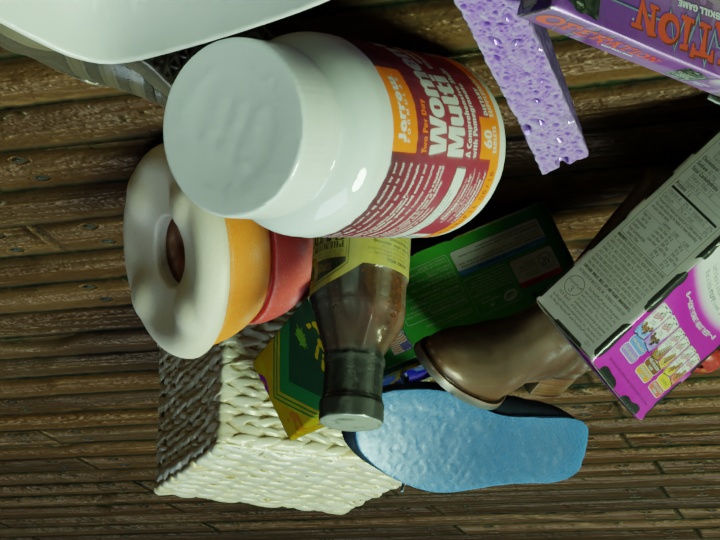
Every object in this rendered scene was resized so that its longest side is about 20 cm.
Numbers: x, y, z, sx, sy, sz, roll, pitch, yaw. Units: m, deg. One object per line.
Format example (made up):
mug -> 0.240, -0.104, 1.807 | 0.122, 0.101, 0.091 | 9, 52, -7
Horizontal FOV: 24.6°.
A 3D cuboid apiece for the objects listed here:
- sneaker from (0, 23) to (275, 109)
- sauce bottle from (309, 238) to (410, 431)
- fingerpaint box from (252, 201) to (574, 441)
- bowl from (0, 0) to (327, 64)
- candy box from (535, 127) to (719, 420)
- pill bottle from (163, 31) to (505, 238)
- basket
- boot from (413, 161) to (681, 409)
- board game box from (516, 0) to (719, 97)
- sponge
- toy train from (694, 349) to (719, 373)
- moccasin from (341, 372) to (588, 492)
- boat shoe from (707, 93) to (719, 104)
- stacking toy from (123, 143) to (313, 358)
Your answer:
sneaker -> -0.131, -0.133, 0.928 | 0.199, 0.071, 0.075 | 22, 172, -34
sauce bottle -> 0.000, 0.000, 1.048 | 0.066, 0.201, 0.066 | 3, 158, 1
fingerpaint box -> 0.040, 0.041, 1.212 | 0.199, 0.074, 0.167 | -22, 169, -24
bowl -> -0.118, -0.181, 0.758 | 0.199, 0.075, 0.200 | -12, 156, 34
candy box -> 0.216, -0.009, 1.039 | 0.200, 0.061, 0.136 | -42, 150, 2
pill bottle -> -0.011, -0.073, 0.907 | 0.109, 0.110, 0.200 | -11, 175, 32
basket -> -0.059, 0.106, 1.402 | 0.199, 0.162, 0.198 | 9, 158, -22
boot -> 0.144, 0.000, 1.081 | 0.200, 0.064, 0.186 | -50, 154, 24
board game box -> 0.165, -0.143, 0.754 | 0.199, 0.121, 0.032 | 15, 174, -31
sponge -> 0.066, -0.136, 0.797 | 0.030, 0.112, 0.200 | -19, 155, 11
toy train -> 0.192, 0.039, 1.312 | 0.115, 0.085, 0.200 | 26, 151, -26
moccasin -> 0.064, 0.115, 1.132 | 0.199, 0.081, 0.068 | 15, -175, -35
boat shoe -> 0.191, -0.125, 0.862 | 0.062, 0.075, 0.200 | -44, 150, 13
stacking toy -> -0.055, -0.022, 1.155 | 0.199, 0.147, 0.146 | -7, 167, -31
